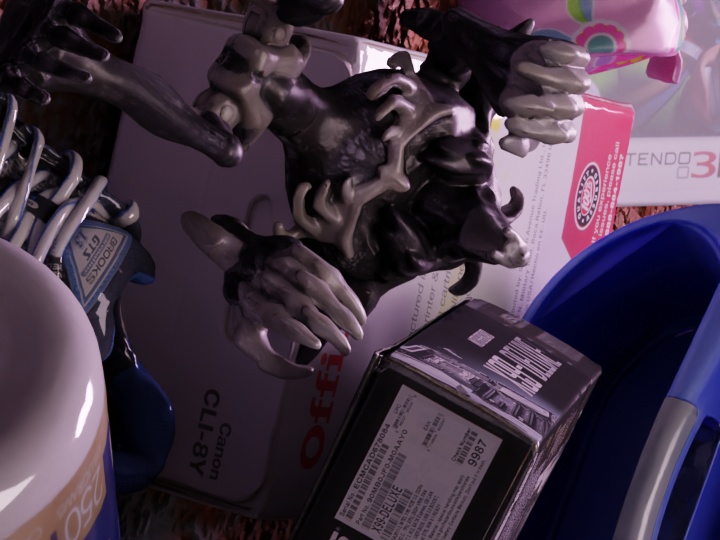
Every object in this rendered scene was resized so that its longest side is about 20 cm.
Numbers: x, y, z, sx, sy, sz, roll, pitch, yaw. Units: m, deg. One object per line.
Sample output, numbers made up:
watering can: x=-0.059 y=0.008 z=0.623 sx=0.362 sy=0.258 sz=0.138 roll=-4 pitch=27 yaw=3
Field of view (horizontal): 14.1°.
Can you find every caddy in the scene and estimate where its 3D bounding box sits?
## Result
caddy: x=0.104 y=0.079 z=0.929 sx=0.201 sy=0.141 sz=0.105 roll=-69 pitch=154 yaw=-11

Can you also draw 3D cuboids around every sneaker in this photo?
sneaker: x=-0.096 y=-0.015 z=0.772 sx=0.077 sy=0.085 sz=0.201 roll=-56 pitch=143 yaw=-33

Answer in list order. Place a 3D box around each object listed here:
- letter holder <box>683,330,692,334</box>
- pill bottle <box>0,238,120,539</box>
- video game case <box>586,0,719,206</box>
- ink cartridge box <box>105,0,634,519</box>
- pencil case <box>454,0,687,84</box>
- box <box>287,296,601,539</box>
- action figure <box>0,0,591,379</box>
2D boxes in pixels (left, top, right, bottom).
letter holder: x=0.095 y=0.114 z=1.089 sx=0.100 sy=0.142 sz=0.201 roll=19 pitch=85 yaw=-60
pill bottle: x=-0.115 y=0.095 z=0.740 sx=0.116 sy=0.115 sz=0.201 roll=-49 pitch=150 yaw=-39
video game case: x=0.124 y=-0.123 z=1.094 sx=0.181 sy=0.023 sz=0.201 roll=-2 pitch=104 yaw=-33
ink cartridge box: x=0.000 y=0.000 z=0.942 sx=0.200 sy=0.083 sz=0.146 roll=8 pitch=95 yaw=-60
pencil case: x=0.072 y=-0.162 z=0.983 sx=0.087 sy=0.087 sz=0.201 roll=-12 pitch=103 yaw=-58
box: x=-0.003 y=0.111 z=0.818 sx=0.201 sy=0.050 sz=0.158 roll=-64 pitch=173 yaw=10
action figure: x=-0.005 y=-0.031 z=0.766 sx=0.200 sy=0.102 sz=0.119 roll=32 pitch=98 yaw=-44
